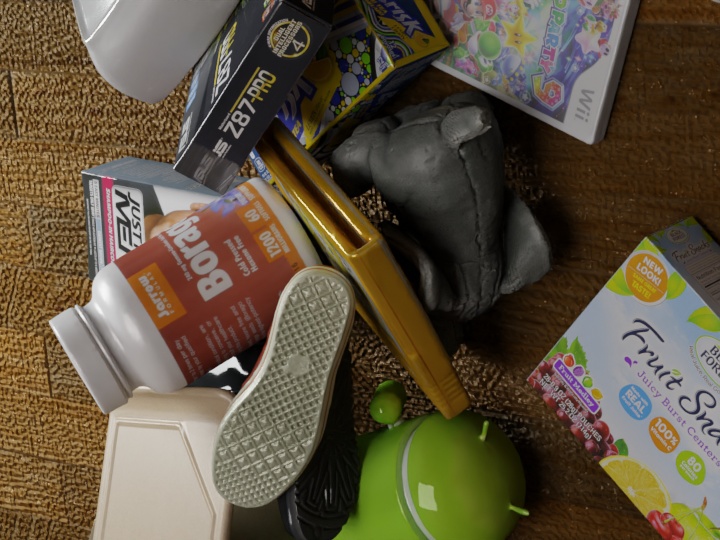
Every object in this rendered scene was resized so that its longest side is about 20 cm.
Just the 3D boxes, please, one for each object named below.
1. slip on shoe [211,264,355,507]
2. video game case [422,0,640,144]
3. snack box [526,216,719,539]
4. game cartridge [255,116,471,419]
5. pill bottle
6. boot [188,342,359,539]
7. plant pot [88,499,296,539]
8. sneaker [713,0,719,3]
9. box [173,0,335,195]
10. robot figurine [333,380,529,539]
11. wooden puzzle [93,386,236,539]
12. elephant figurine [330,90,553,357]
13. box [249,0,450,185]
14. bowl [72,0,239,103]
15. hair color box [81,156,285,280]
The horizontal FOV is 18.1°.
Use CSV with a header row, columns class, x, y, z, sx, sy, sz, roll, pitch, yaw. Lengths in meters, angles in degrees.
class,x,y,z,sx,sy,sz,roll,pitch,yaw
slip on shoe,-0.053,0.085,1.665,0.074,0.061,0.200,21,105,0
video game case,0.109,-0.195,1.638,0.200,0.018,0.143,30,122,30
snack box,0.238,0.092,1.592,0.200,0.068,0.169,50,131,15
game cartridge,0.000,0.000,1.678,0.176,0.032,0.200,50,171,45
pill bottle,-0.132,0.023,1.733,0.112,0.200,0.112,56,171,13
boot,-0.091,0.136,1.774,0.200,0.066,0.165,-9,71,44
plant pot,-0.097,0.257,1.886,0.200,0.187,0.187,8,110,26
sneaker,0.229,-0.285,1.473,0.112,0.073,0.200,-34,90,39
box,-0.073,-0.170,1.678,0.049,0.200,0.161,27,119,-13
robot figurine,0.044,0.175,1.757,0.200,0.116,0.176,-22,95,43
wooden puzzle,-0.150,0.190,1.770,0.185,0.037,0.200,-1,84,52
elephant figurine,0.073,-0.023,1.664,0.141,0.155,0.200,-15,100,20
box,-0.020,-0.143,1.721,0.200,0.064,0.070,-40,78,49
bowl,-0.168,-0.255,1.767,0.200,0.075,0.200,-46,48,41
hair color box,-0.141,-0.030,1.885,0.200,0.061,0.099,11,112,37
